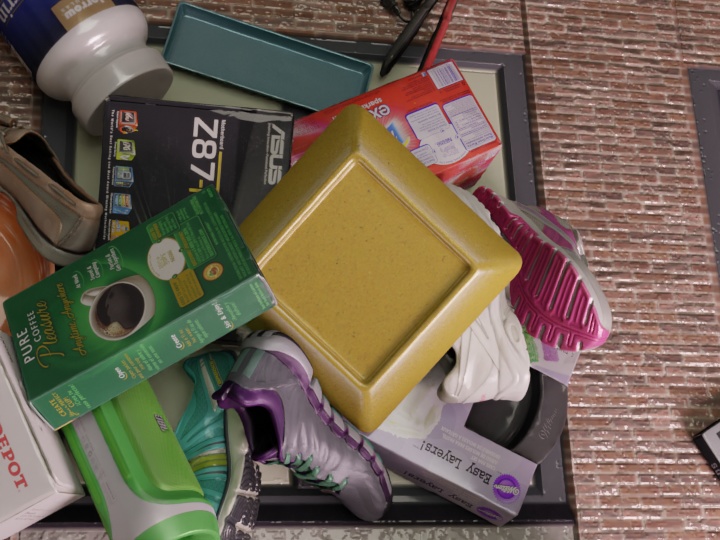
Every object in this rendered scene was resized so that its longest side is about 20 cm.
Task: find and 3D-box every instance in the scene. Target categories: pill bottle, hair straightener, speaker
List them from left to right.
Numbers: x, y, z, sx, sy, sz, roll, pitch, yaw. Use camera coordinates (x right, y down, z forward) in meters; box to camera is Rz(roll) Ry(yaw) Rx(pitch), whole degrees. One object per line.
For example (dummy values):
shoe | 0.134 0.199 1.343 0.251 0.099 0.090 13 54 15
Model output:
pill bottle | -0.262 -0.226 1.153 0.115 0.116 0.201 -34 81 -23
speaker | -0.185 0.145 1.021 0.088 0.089 0.201 -21 57 -20
hair straightener | 0.061 -0.273 1.290 0.076 0.041 0.201 26 66 -3

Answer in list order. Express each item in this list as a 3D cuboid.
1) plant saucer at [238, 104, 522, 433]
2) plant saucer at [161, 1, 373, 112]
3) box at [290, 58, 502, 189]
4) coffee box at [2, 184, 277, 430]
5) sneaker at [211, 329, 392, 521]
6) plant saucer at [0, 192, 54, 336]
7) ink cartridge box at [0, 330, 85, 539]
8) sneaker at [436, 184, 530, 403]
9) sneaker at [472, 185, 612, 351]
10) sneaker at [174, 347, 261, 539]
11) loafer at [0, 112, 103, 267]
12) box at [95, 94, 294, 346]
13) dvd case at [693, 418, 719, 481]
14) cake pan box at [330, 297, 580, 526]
plant saucer | 0.000 0.000 1.049 0.200 0.048 0.200 42 92 -1
plant saucer | -0.089 -0.197 1.238 0.198 0.019 0.071 17 67 -6
box | 0.016 -0.101 1.183 0.199 0.096 0.100 -25 76 -20
coffee box | -0.176 0.026 1.008 0.199 0.044 0.123 -30 47 -3
sneaker | -0.052 0.148 1.051 0.201 0.074 0.088 55 47 -20
plant saucer | -0.359 0.008 1.083 0.198 0.037 0.202 5 68 -13
ink cartridge box | -0.332 0.152 0.979 0.199 0.084 0.146 -27 78 -2
sneaker | 0.079 0.021 1.112 0.098 0.078 0.202 -10 71 -13
sneaker | 0.174 -0.005 1.163 0.088 0.082 0.201 4 38 -34
sneaker | -0.124 0.162 1.075 0.079 0.078 0.202 0 64 8
loafer | -0.276 -0.087 1.094 0.072 0.063 0.200 1 40 -52
box | -0.143 -0.041 1.093 0.159 0.049 0.202 6 94 -2
dvd case | 0.432 0.173 1.220 0.199 0.025 0.151 -28 78 -22
cake pan box | 0.085 0.103 1.149 0.199 0.052 0.185 28 68 -2
